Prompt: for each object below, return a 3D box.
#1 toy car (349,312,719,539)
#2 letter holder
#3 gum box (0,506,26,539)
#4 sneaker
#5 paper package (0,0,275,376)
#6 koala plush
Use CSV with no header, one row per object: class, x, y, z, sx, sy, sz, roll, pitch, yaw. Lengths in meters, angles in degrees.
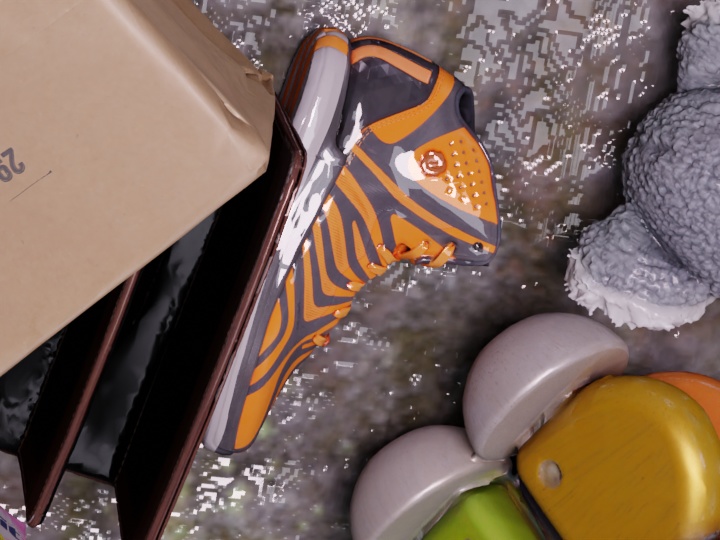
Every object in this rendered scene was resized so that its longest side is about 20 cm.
toy car,0.107,0.123,1.252,0.200,0.150,0.175,-46,68,29
letter holder,-0.108,0.013,1.179,0.100,0.142,0.201,19,103,-15
gum box,-0.234,0.190,1.225,0.066,0.114,0.200,40,96,-19
sneaker,0.000,0.000,1.228,0.112,0.078,0.201,17,103,-13
paper package,-0.166,-0.064,1.032,0.200,0.104,0.191,-37,112,12
koala plush,0.204,-0.021,1.220,0.200,0.184,0.178,28,100,-5
